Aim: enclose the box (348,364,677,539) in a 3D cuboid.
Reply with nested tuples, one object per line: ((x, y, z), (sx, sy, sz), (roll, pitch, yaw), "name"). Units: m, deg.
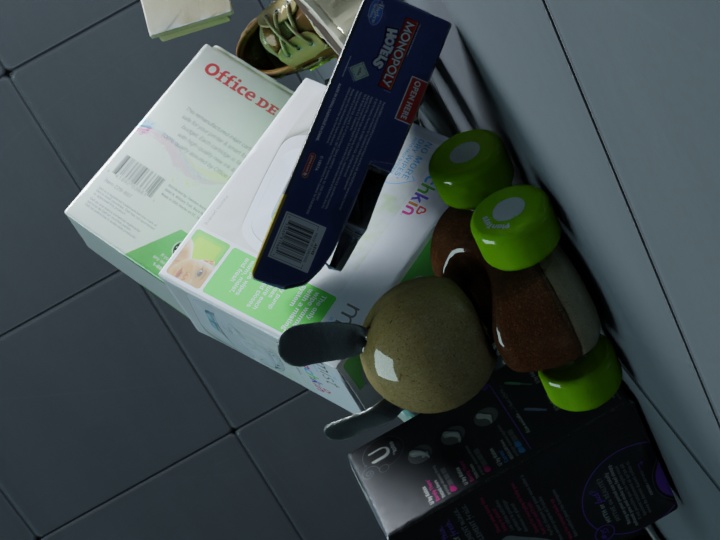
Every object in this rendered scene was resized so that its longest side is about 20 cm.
((0.112, 0.155, 1.283), (0.122, 0.200, 0.106), (62, 178, -35), "box")

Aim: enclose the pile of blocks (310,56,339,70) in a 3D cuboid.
((-0.028, -0.209, 1.593), (0.062, 0.082, 0.200), (61, 178, -6), "pile of blocks")

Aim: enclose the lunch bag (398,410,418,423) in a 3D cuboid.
((0.065, 0.103, 1.529), (0.200, 0.077, 0.160), (40, -179, -44), "lunch bag")

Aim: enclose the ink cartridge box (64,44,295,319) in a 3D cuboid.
((-0.129, -0.073, 1.490), (0.145, 0.200, 0.088), (33, 166, 17), "ink cartridge box")

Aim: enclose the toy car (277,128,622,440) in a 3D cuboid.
((0.048, 0.036, 1.169), (0.164, 0.200, 0.158), (62, 178, -35), "toy car")

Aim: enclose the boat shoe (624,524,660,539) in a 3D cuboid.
((0.233, 0.237, 1.558), (0.200, 0.074, 0.065), (44, 161, 51), "boat shoe")

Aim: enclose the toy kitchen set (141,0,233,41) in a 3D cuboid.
((-0.136, -0.254, 1.510), (0.180, 0.200, 0.163), (65, -171, -73), "toy kitchen set")

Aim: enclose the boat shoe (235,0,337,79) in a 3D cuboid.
((-0.047, -0.201, 1.452), (0.076, 0.074, 0.200), (61, 155, -1), "boat shoe")

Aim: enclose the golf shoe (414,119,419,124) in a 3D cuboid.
((0.018, -0.052, 1.660), (0.095, 0.078, 0.200), (51, 138, 31), "golf shoe")

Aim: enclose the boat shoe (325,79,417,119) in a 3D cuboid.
((0.012, -0.145, 1.475), (0.075, 0.062, 0.200), (63, 175, -3), "boat shoe")

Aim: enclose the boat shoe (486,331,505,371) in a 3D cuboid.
((0.137, 0.070, 1.450), (0.062, 0.075, 0.200), (50, -171, -4), "boat shoe")

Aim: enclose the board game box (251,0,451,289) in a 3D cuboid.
((-0.009, -0.077, 1.195), (0.062, 0.200, 0.200), (22, 180, -1), "board game box")

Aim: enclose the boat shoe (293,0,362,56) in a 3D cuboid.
((-0.015, -0.210, 1.317), (0.200, 0.072, 0.060), (55, 174, 22), "boat shoe")

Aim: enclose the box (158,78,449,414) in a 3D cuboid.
((-0.016, -0.017, 1.312), (0.176, 0.200, 0.097), (26, 161, 31), "box")

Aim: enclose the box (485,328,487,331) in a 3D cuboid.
((0.125, 0.034, 1.600), (0.200, 0.050, 0.075), (61, 178, 14), "box")
